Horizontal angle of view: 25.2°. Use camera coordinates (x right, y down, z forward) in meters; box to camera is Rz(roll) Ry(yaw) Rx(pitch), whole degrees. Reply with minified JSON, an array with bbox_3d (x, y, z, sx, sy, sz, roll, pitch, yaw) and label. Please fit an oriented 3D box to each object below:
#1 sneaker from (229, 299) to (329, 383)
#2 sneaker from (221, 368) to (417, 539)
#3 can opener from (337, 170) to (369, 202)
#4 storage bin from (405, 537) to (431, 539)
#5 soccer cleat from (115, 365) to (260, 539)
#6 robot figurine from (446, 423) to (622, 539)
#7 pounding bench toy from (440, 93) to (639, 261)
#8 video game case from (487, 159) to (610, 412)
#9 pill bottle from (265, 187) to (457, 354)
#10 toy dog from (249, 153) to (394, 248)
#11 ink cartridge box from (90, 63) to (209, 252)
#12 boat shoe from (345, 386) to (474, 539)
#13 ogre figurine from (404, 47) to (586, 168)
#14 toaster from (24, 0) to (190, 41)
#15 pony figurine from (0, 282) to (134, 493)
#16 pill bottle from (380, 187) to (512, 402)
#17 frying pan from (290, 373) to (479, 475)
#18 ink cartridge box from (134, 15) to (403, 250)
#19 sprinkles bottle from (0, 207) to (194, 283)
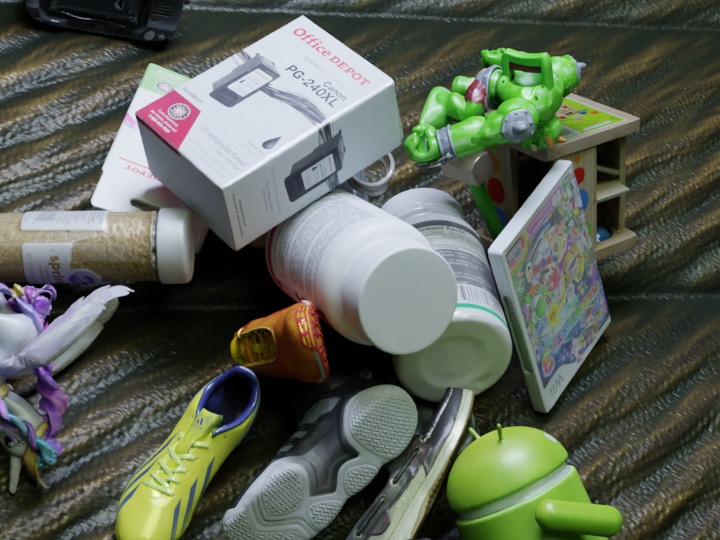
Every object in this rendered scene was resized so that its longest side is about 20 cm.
[{"bbox_3d":[-0.072,0.071,1.417,0.076,0.200,0.074,-10,84,-14],"label":"sneaker"},{"bbox_3d":[-0.047,0.163,1.418,0.200,0.076,0.114,-39,27,-8],"label":"sneaker"},{"bbox_3d":[-0.024,-0.103,1.658,0.066,0.053,0.201,-18,54,7],"label":"can opener"},{"bbox_3d":[0.019,0.327,1.270,0.093,0.136,0.201,0,53,-19],"label":"storage bin"},{"bbox_3d":[-0.148,0.159,1.375,0.064,0.084,0.201,30,49,6],"label":"soccer cleat"},{"bbox_3d":[0.147,0.225,1.387,0.115,0.175,0.201,-25,90,-20],"label":"robot figurine"},{"bbox_3d":[0.166,-0.071,1.616,0.199,0.157,0.124,-19,29,-30],"label":"pounding bench toy"},{"bbox_3d":[0.185,0.016,1.544,0.018,0.201,0.143,10,45,35],"label":"video game case"},{"bbox_3d":[0.000,0.000,1.430,0.112,0.114,0.200,-5,17,-23],"label":"pill bottle"},{"bbox_3d":[-0.074,-0.089,1.569,0.200,0.096,0.132,-40,104,-33],"label":"toy dog"},{"bbox_3d":[-0.188,-0.097,1.572,0.116,0.067,0.201,21,49,-5],"label":"ink cartridge box"},{"bbox_3d":[0.041,0.182,1.422,0.066,0.072,0.202,24,64,6],"label":"boat shoe"},{"bbox_3d":[0.132,-0.158,1.510,0.119,0.099,0.199,0,11,35],"label":"ogre figurine"},{"bbox_3d":[-0.276,-0.328,1.695,0.198,0.114,0.130,7,47,-12],"label":"toaster"},{"bbox_3d":[-0.297,0.063,1.367,0.200,0.167,0.194,38,80,-1],"label":"pony figurine"},{"bbox_3d":[0.072,0.019,1.532,0.112,0.114,0.201,7,38,-15],"label":"pill bottle"},{"bbox_3d":[0.032,0.117,1.515,0.190,0.031,0.115,40,49,9],"label":"frying pan"},{"bbox_3d":[-0.081,-0.131,1.469,0.199,0.084,0.145,-34,51,-22],"label":"ink cartridge box"},{"bbox_3d":[-0.251,-0.021,1.456,0.198,0.069,0.069,-1,51,2],"label":"sprinkles bottle"}]
